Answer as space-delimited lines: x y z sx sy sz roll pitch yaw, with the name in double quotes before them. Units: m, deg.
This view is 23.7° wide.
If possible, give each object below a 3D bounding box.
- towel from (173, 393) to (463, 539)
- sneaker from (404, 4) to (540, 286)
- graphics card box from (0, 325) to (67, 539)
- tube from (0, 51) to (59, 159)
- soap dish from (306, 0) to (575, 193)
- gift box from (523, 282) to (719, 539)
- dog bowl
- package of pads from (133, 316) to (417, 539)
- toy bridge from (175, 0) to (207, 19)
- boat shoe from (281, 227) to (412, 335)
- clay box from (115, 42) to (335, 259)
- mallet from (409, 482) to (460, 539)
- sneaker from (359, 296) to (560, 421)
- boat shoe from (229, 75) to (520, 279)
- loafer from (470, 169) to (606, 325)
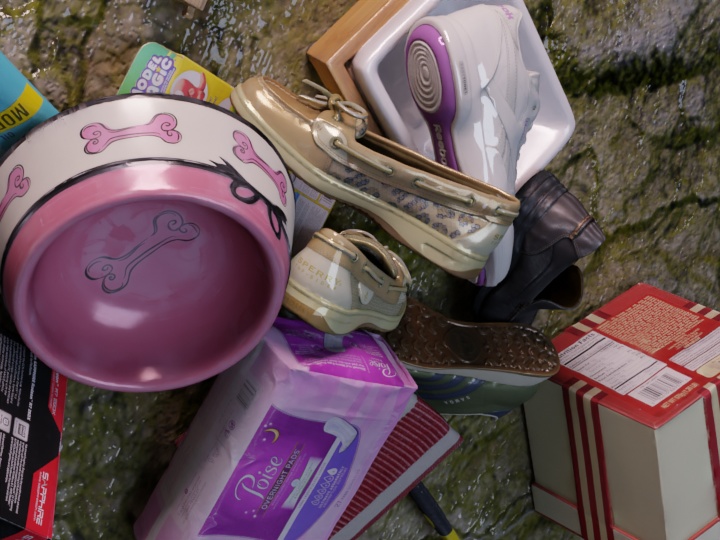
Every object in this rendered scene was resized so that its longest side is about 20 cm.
"towel" -0.027 0.125 1.264 0.144 0.023 0.200 -42 134 7
"sneaker" 0.091 -0.084 1.168 0.099 0.075 0.201 -25 121 -30
"graphics card box" -0.262 0.076 1.010 0.200 0.051 0.126 36 46 -45
"tube" -0.241 -0.119 0.994 0.077 0.051 0.200 -22 133 15
"soap dish" 0.058 -0.129 1.230 0.157 0.081 0.200 -46 131 -18
"gift box" 0.254 0.151 1.438 0.184 0.200 0.188 -27 124 -25
"dog bowl" -0.132 -0.007 1.050 0.199 0.074 0.201 -8 134 -8
"package of pads" -0.061 0.129 1.180 0.120 0.076 0.201 12 118 -37
"toy bridge" -0.072 -0.255 1.103 0.067 0.027 0.201 22 92 -45
"boat shoe" -0.002 -0.001 1.184 0.063 0.073 0.200 -61 164 11
"clay box" -0.105 -0.064 1.135 0.200 0.047 0.115 30 85 -43
"mallet" 0.067 0.216 1.411 0.041 0.066 0.200 -45 116 -20
"sneaker" 0.048 0.075 1.309 0.199 0.067 0.090 12 137 -24
"boat shoe" 0.009 -0.073 1.104 0.199 0.073 0.063 32 108 -13
"loafer" 0.135 0.009 1.311 0.073 0.072 0.200 -44 162 -23
